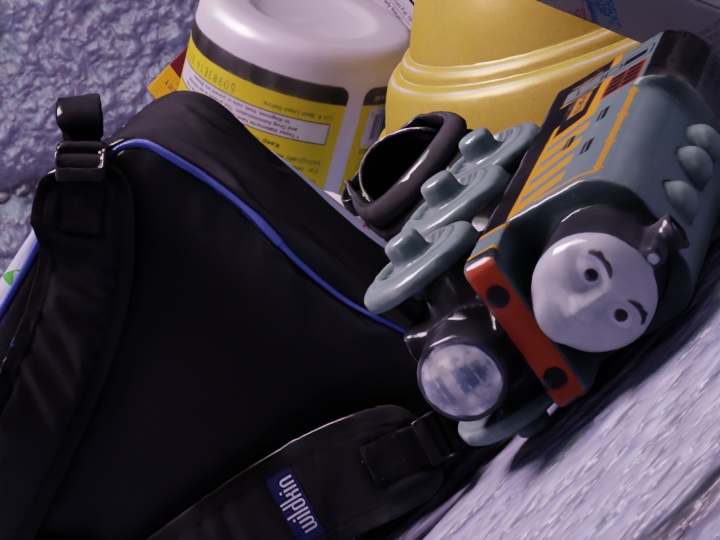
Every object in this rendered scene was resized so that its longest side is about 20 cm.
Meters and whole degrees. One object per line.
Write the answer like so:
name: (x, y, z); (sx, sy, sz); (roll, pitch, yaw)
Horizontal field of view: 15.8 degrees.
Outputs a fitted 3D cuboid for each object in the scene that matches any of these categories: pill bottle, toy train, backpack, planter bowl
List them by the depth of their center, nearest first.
toy train: (0.076, -0.015, 0.911); (0.114, 0.085, 0.200); (-32, 10, 26)
backpack: (-0.066, 0.047, 0.999); (0.191, 0.200, 0.154); (-50, -2, 18)
planter bowl: (0.089, -0.123, 1.173); (0.199, 0.084, 0.201); (-18, 17, 6)
pill bottle: (-0.048, -0.041, 1.318); (0.112, 0.112, 0.201); (-56, -17, -66)

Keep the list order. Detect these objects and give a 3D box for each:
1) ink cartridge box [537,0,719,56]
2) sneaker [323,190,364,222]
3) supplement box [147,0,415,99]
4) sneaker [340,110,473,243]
ink cartridge box: (0.109, -0.176, 1.033); (0.083, 0.199, 0.146); (148, 142, -75)
sneaker: (0.000, 0.000, 1.232); (0.105, 0.076, 0.200); (-39, -15, -22)
supplement box: (0.029, -0.117, 1.459); (0.200, 0.133, 0.197); (-43, -16, 20)
sneaker: (0.035, -0.016, 1.113); (0.071, 0.099, 0.200); (-48, 4, -15)
